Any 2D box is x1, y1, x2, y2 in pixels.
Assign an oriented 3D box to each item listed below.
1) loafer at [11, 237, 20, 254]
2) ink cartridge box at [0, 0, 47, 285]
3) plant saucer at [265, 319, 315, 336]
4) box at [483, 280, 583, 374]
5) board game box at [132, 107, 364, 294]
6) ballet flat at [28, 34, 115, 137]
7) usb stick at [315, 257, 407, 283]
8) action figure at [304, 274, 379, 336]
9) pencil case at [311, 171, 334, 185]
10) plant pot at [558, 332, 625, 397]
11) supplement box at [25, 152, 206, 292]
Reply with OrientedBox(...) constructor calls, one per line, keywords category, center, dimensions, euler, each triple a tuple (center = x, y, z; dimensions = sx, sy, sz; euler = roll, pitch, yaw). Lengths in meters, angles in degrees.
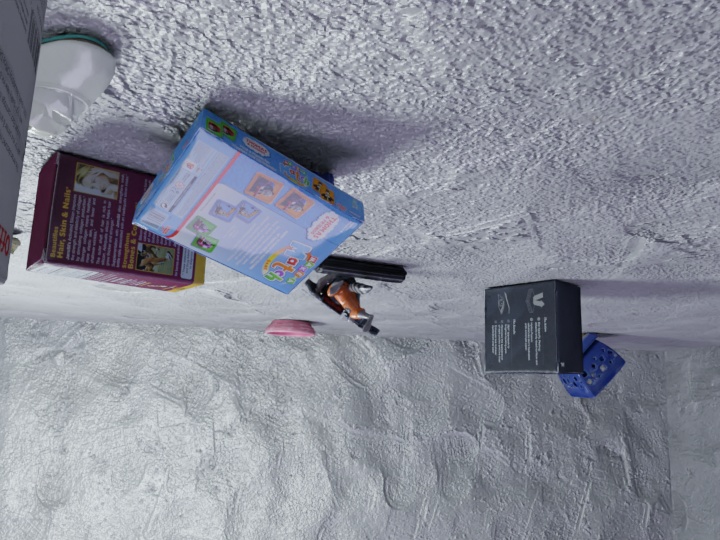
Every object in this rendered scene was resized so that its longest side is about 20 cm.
OrientedBox(category="loafer", center=(-0.708, -0.035, 1.125), dimensions=(0.196, 0.070, 0.076), euler=(-1, 169, 15))
OrientedBox(category="ink cartridge box", center=(-0.215, -0.106, 0.303), dimensions=(0.082, 0.205, 0.145), euler=(6, 168, -19))
OrientedBox(category="plant saucer", center=(-0.272, 0.225, 2.415), dimensions=(0.196, 0.052, 0.201), euler=(2, 168, 0))
OrientedBox(category="box", center=(0.395, 0.138, 1.427), dimensions=(0.116, 0.201, 0.198), euler=(10, 166, -40))
OrientedBox(category="board game box", center=(-0.117, -0.062, 0.661), dimensions=(0.198, 0.037, 0.151), euler=(28, 129, -30))
OrientedBox(category="ballet flat", center=(-0.278, -0.137, 0.518), dimensions=(0.196, 0.071, 0.069), euler=(-4, 168, 29))
OrientedBox(category="usb stick", center=(0.000, 0.000, 1.251), dimensions=(0.196, 0.033, 0.055), euler=(7, 176, -24))
OrientedBox(category="action figure", center=(-0.012, 0.060, 1.305), dimensions=(0.199, 0.105, 0.194), euler=(35, -175, -18))
OrientedBox(category="pencil case", center=(-0.128, -0.081, 0.726), dimensions=(0.195, 0.079, 0.088), euler=(4, 134, -8))
OrientedBox(category="plant pot", center=(0.863, 0.359, 2.400), dimensions=(0.180, 0.200, 0.200), euler=(47, 167, 1))
OrientedBox(category="supplement box", center=(-0.303, -0.051, 0.790), dimensions=(0.197, 0.134, 0.102), euler=(12, 166, -38))
